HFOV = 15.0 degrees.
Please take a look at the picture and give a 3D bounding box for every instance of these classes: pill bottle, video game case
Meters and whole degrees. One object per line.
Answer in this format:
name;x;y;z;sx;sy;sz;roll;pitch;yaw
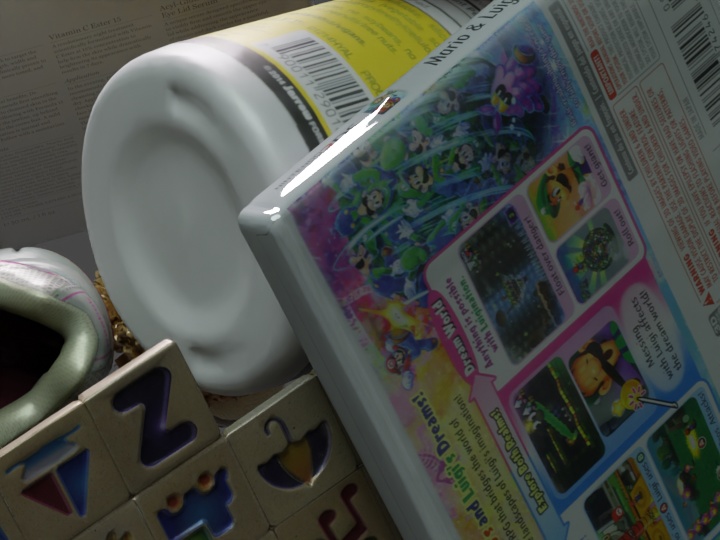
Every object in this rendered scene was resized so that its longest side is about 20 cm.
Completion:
pill bottle;0.017;-0.038;0.896;0.199;0.112;0.111;-19;34;-39
video game case;0.070;0.013;0.844;0.182;0.201;0.024;-41;28;-27

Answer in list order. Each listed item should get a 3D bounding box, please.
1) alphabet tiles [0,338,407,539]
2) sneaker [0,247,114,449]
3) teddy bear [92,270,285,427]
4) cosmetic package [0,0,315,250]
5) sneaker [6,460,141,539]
alphabet tiles;-0.046;0.107;0.801;0.200;0.168;0.008;-34;23;-21
sneaker;-0.166;0.043;0.874;0.199;0.082;0.088;-27;1;-18
teddy bear;0.000;0.000;0.993;0.145;0.067;0.200;29;51;26
cosmetic package;-0.115;-0.083;1.044;0.199;0.151;0.052;-15;50;0
sneaker;-0.141;0.123;0.818;0.200;0.077;0.075;-35;-1;8
